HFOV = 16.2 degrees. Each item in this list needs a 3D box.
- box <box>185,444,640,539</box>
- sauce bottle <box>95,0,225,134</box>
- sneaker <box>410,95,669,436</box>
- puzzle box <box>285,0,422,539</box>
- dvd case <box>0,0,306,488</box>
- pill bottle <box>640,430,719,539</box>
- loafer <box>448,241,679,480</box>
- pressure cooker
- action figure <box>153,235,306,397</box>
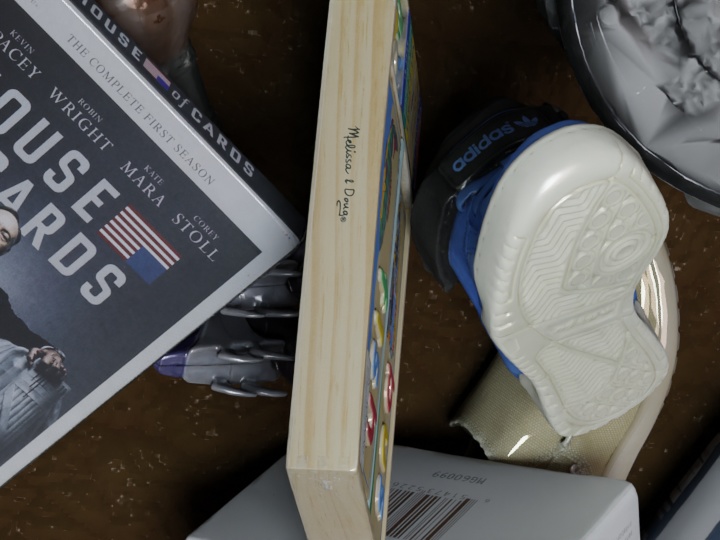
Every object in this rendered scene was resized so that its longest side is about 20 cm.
[{"bbox_3d":[0.028,0.184,1.021,0.106,0.152,0.200,-38,130,-52],"label":"box"},{"bbox_3d":[-0.097,-0.127,0.923,0.065,0.065,0.200,-21,115,-10],"label":"sauce bottle"},{"bbox_3d":[0.058,-0.024,0.921,0.077,0.111,0.200,-31,154,-2],"label":"sneaker"},{"bbox_3d":[0.000,0.000,0.915,0.025,0.133,0.200,3,68,5],"label":"puzzle box"},{"bbox_3d":[-0.142,-0.006,0.913,0.200,0.025,0.150,-38,107,19],"label":"dvd case"},{"bbox_3d":[0.188,0.123,1.083,0.120,0.120,0.200,34,98,-26],"label":"pill bottle"},{"bbox_3d":[0.077,0.059,1.046,0.068,0.076,0.200,1,110,-25],"label":"loafer"},{"bbox_3d":[0.164,-0.112,0.949,0.176,0.200,0.179,-32,93,14],"label":"pressure cooker"},{"bbox_3d":[-0.115,0.014,0.969,0.200,0.069,0.130,-1,122,-12],"label":"action figure"}]
